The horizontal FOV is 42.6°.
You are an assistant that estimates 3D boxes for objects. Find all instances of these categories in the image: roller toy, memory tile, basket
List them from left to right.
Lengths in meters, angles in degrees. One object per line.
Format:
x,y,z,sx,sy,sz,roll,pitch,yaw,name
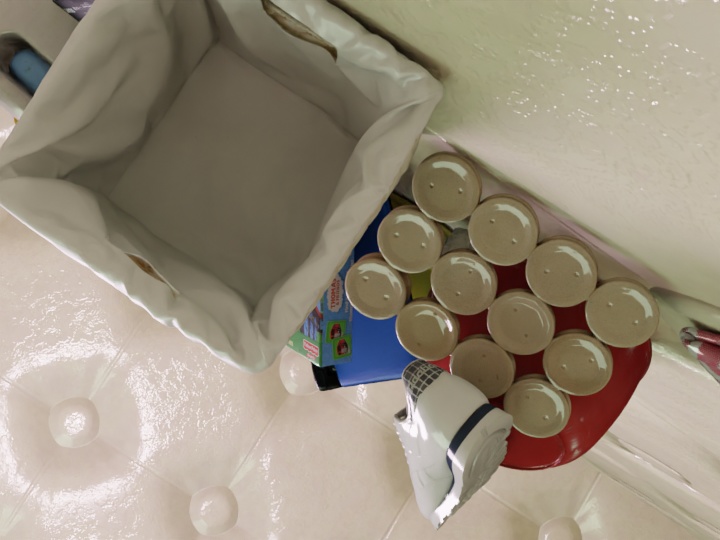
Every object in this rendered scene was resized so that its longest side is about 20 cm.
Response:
-0.291,-0.193,0.910,0.200,0.140,0.182,40,179,43,roller toy
-0.081,-0.068,0.580,0.197,0.201,0.161,33,177,4,basket
0.096,0.021,0.666,0.199,0.154,0.017,36,-150,5,memory tile

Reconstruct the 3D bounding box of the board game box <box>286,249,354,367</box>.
-0.057,-0.039,0.778,0.036,0.202,0.151,-7,-163,-32,board game box

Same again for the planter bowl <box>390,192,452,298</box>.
0.029,-0.018,0.979,0.200,0.084,0.200,33,175,3,planter bowl

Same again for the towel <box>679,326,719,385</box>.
0.327,0.110,0.648,0.199,0.030,0.146,28,172,46,towel

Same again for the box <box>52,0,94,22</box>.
-0.157,-0.189,0.754,0.159,0.046,0.200,36,174,-31,box

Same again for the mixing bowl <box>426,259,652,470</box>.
0.135,0.095,0.770,0.199,0.109,0.201,15,143,11,mixing bowl

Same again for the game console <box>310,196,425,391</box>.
0.000,0.000,0.850,0.117,0.202,0.171,-12,178,14,game console

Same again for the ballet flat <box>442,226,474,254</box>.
0.151,0.025,0.832,0.200,0.072,0.072,37,174,-18,ballet flat

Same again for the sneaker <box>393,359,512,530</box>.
0.065,0.137,0.724,0.080,0.076,0.201,36,151,21,sneaker
